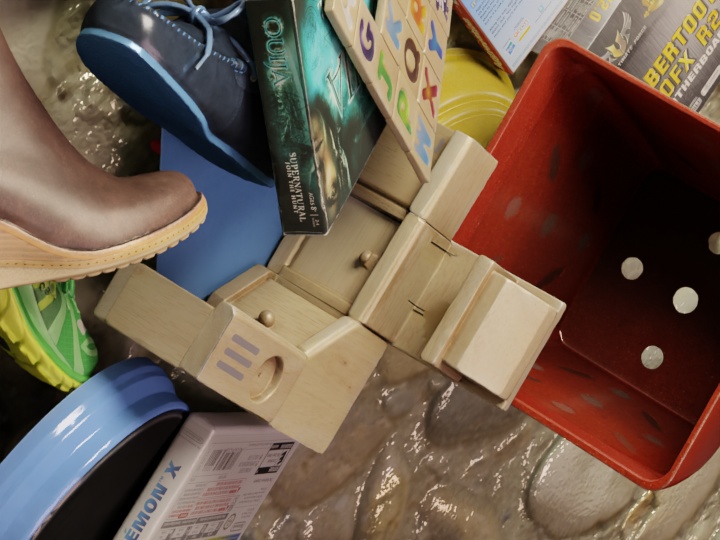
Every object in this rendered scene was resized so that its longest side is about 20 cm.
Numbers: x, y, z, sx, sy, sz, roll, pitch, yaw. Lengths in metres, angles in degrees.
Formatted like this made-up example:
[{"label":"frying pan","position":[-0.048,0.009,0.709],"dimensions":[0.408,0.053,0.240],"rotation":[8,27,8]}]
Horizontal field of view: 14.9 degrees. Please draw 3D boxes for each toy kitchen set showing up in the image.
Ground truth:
[{"label":"toy kitchen set","position":[0.000,0.000,1.533],"dimensions":[0.201,0.163,0.180],"rotation":[-59,152,-3]}]

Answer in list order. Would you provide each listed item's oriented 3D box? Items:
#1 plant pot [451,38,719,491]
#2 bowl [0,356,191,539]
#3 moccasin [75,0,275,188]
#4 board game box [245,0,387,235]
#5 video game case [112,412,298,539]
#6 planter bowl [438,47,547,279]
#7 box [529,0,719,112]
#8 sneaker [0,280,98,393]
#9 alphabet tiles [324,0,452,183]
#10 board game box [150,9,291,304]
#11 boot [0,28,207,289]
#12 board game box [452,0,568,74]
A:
[{"label":"plant pot","position":[0.173,0.008,1.659],"dimensions":[0.201,0.199,0.176],"rotation":[-60,156,3]},{"label":"bowl","position":[-0.168,0.140,1.551],"dimensions":[0.201,0.039,0.201],"rotation":[-49,166,-16]},{"label":"moccasin","position":[-0.087,-0.108,1.425],"dimensions":[0.068,0.080,0.200],"rotation":[-63,158,-6]},{"label":"board game box","position":[-0.013,-0.124,1.488],"dimensions":[0.200,0.028,0.136],"rotation":[-63,149,-57]},{"label":"video game case","position":[-0.111,0.165,1.650],"dimensions":[0.183,0.022,0.200],"rotation":[-58,167,5]},{"label":"planter bowl","position":[0.058,-0.030,1.716],"dimensions":[0.200,0.083,0.201],"rotation":[-31,138,-33]},{"label":"box","position":[0.207,-0.186,1.805],"dimensions":[0.200,0.048,0.158],"rotation":[-55,145,-4]},{"label":"sneaker","position":[-0.174,-0.007,1.462],"dimensions":[0.084,0.074,0.200],"rotation":[-41,142,-16]},{"label":"alphabet tiles","position":[0.022,-0.177,1.527],"dimensions":[0.167,0.008,0.201],"rotation":[57,35,-53]},{"label":"board game box","position":[-0.073,-0.079,1.563],"dimensions":[0.158,0.039,0.201],"rotation":[-33,140,-40]},{"label":"boot","position":[-0.172,-0.077,1.358],"dimensions":[0.199,0.072,0.167],"rotation":[-14,100,-32]},{"label":"board game box","position":[0.127,-0.228,1.695],"dimensions":[0.200,0.019,0.103],"rotation":[-53,142,-9]}]
